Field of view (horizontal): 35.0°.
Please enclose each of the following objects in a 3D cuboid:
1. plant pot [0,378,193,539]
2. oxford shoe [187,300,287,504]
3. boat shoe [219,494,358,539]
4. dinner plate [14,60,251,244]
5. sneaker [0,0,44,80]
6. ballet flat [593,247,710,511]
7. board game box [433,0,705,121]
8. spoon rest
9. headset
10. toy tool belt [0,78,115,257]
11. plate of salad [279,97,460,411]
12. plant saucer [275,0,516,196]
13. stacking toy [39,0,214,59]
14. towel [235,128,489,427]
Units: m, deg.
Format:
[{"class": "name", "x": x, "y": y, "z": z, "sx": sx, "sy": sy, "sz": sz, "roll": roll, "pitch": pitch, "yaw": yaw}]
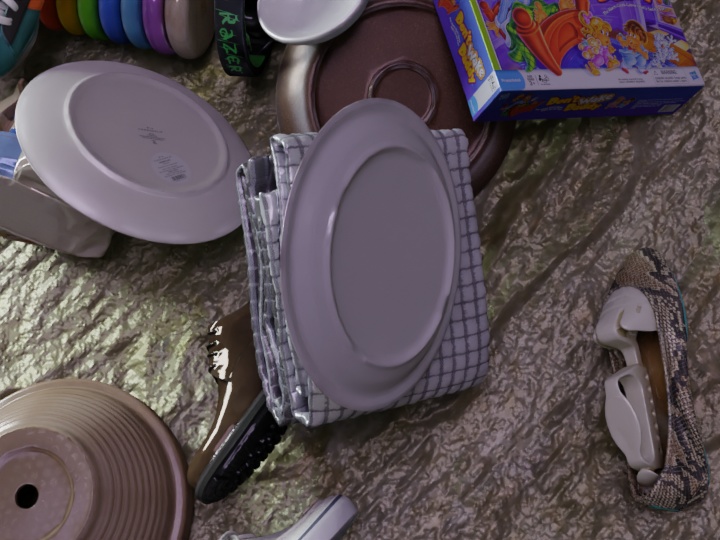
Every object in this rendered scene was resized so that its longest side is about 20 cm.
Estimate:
[{"class": "plant pot", "x": -0.229, "y": 0.173, "z": 0.837, "sx": 0.199, "sy": 0.093, "sz": 0.203, "roll": -1, "pitch": 72, "yaw": 4}, {"class": "oxford shoe", "x": -0.087, "y": 0.082, "z": 0.871, "sx": 0.084, "sy": 0.073, "sz": 0.201, "roll": 20, "pitch": 62, "yaw": 14}, {"class": "boat shoe", "x": -0.091, "y": 0.224, "z": 0.824, "sx": 0.200, "sy": 0.071, "sz": 0.070, "roll": -44, "pitch": 76, "yaw": -3}, {"class": "dinner plate", "x": -0.169, "y": -0.102, "z": 0.895, "sx": 0.199, "sy": 0.024, "sz": 0.201, "roll": 20, "pitch": 42, "yaw": -19}, {"class": "sneaker", "x": -0.277, "y": -0.247, "z": 0.910, "sx": 0.071, "sy": 0.080, "sz": 0.201, "roll": 21, "pitch": 71, "yaw": -9}, {"class": "ballet flat", "x": 0.207, "y": 0.075, "z": 0.840, "sx": 0.075, "sy": 0.068, "sz": 0.202, "roll": 5, "pitch": 70, "yaw": -33}, {"class": "board game box", "x": 0.163, "y": -0.190, "z": 0.905, "sx": 0.199, "sy": 0.045, "sz": 0.135, "roll": -6, "pitch": 69, "yaw": -27}, {"class": "spoon rest", "x": -0.031, "y": -0.259, "z": 0.894, "sx": 0.099, "sy": 0.061, "sz": 0.201, "roll": -9, "pitch": 56, "yaw": 24}, {"class": "headset", "x": -0.075, "y": -0.250, "z": 0.956, "sx": 0.093, "sy": 0.124, "sz": 0.201, "roll": 3, "pitch": 52, "yaw": 6}, {"class": "toy tool belt", "x": -0.273, "y": -0.093, "z": 0.931, "sx": 0.199, "sy": 0.125, "sz": 0.123, "roll": 18, "pitch": 43, "yaw": 7}, {"class": "plate of salad", "x": 0.005, "y": -0.010, "z": 0.743, "sx": 0.048, "sy": 0.200, "sz": 0.201, "roll": 4, "pitch": 69, "yaw": 37}, {"class": "plant saucer", "x": 0.032, "y": -0.137, "z": 0.911, "sx": 0.198, "sy": 0.032, "sz": 0.202, "roll": 0, "pitch": 94, "yaw": -7}, {"class": "stacking toy", "x": -0.228, "y": -0.234, "z": 0.983, "sx": 0.198, "sy": 0.085, "sz": 0.086, "roll": 8, "pitch": 72, "yaw": 12}, {"class": "towel", "x": 0.000, "y": 0.000, "z": 0.828, "sx": 0.165, "sy": 0.085, "sz": 0.202, "roll": -9, "pitch": 92, "yaw": -30}]
